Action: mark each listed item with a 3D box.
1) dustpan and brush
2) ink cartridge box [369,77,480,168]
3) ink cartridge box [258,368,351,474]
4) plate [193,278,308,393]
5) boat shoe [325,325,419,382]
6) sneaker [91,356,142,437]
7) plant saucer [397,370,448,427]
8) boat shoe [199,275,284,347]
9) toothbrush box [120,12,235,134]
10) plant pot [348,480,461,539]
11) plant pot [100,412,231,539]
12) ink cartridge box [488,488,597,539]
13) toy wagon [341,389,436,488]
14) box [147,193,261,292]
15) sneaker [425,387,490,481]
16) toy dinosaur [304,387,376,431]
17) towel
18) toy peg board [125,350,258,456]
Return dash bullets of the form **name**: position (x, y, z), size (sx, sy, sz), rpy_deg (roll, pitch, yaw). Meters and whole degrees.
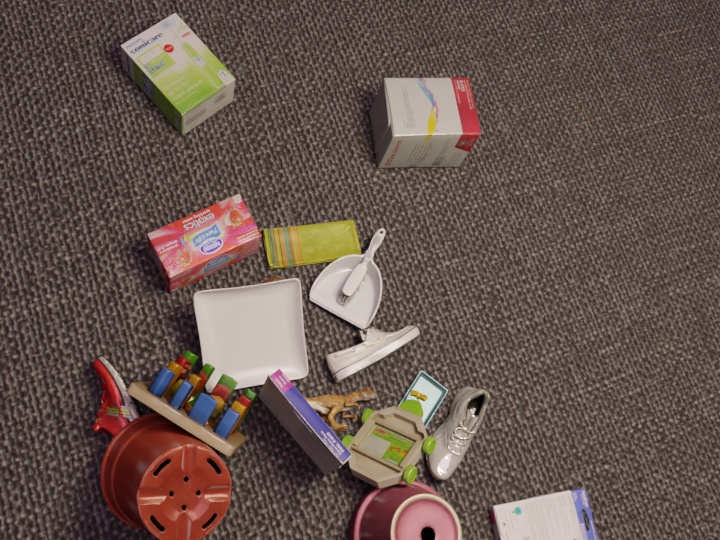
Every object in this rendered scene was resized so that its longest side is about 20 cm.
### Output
- **dustpan and brush**: position (0.000, 0.000, 1.537), size (0.138, 0.057, 0.201), rpy_deg (28, 59, 6)
- **ink cartridge box**: position (0.133, -0.319, 1.642), size (0.197, 0.145, 0.147), rpy_deg (-4, 71, -15)
- **ink cartridge box**: position (-0.098, 0.268, 1.344), size (0.043, 0.200, 0.197), rpy_deg (-39, 83, -23)
- **plate**: position (-0.203, 0.119, 1.418), size (0.197, 0.032, 0.203), rpy_deg (-8, 107, -13)
- **boat shoe**: position (0.022, 0.145, 1.492), size (0.198, 0.071, 0.070), rpy_deg (-27, 81, -14)
- **sneaker**: position (-0.438, 0.248, 1.339), size (0.084, 0.077, 0.202), rpy_deg (-24, 77, -15)
- **plant saucer**: position (0.093, 0.296, 1.479), size (0.070, 0.019, 0.201), rpy_deg (36, 66, 2)
- **boat shoe**: position (-0.221, 0.081, 1.457), size (0.198, 0.068, 0.073), rpy_deg (-31, 115, -6)
- **toothbrush box**: position (-0.380, -0.411, 1.585), size (0.145, 0.086, 0.200), rpy_deg (-39, 82, -23)
- **plant pot**: position (0.090, 0.464, 1.330), size (0.197, 0.179, 0.203), rpy_deg (4, 68, -11)
- **plant pot**: position (-0.308, 0.344, 1.236), size (0.198, 0.195, 0.204), rpy_deg (2, 86, -27)
- **ink cartridge box**: position (0.353, 0.496, 1.457), size (0.197, 0.042, 0.121), rpy_deg (-7, 72, -13)
- **toy wagon**: position (0.064, 0.309, 1.409), size (0.154, 0.040, 0.200), rpy_deg (18, 50, 33)
- **box**: position (-0.301, -0.053, 1.468), size (0.198, 0.096, 0.101), rpy_deg (-26, 79, -21)
- **sneaker**: position (0.187, 0.308, 1.460), size (0.074, 0.087, 0.202), rpy_deg (29, 68, -4)
- **toy dinosaur**: position (-0.068, 0.259, 1.442), size (0.197, 0.061, 0.107), rpy_deg (5, 55, -22)
- **towel**: position (-0.099, -0.056, 1.561), size (0.197, 0.018, 0.087), rpy_deg (-8, 73, -16)
- **toy peg board**: position (-0.273, 0.217, 1.307), size (0.198, 0.199, 0.099), rpy_deg (31, 82, 1)
